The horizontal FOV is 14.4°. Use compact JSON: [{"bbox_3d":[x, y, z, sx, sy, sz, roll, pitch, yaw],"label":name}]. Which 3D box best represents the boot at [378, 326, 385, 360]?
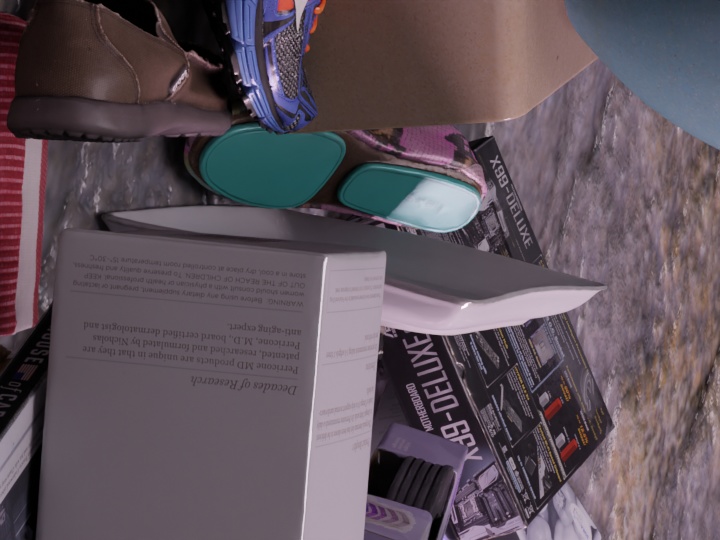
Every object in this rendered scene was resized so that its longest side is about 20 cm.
[{"bbox_3d":[-0.059,0.097,1.375,0.199,0.073,0.152,-10,88,-45],"label":"boot"}]

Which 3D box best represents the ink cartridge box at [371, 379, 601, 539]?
[{"bbox_3d":[0.066,0.162,1.706,0.199,0.043,0.201,56,36,-28],"label":"ink cartridge box"}]

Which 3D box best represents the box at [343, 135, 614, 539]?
[{"bbox_3d":[0.069,0.037,1.683,0.158,0.050,0.201,-39,108,-59],"label":"box"}]

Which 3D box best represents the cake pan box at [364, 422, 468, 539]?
[{"bbox_3d":[-0.001,0.190,1.480,0.184,0.052,0.201,-55,161,-76],"label":"cake pan box"}]

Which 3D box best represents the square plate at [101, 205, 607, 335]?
[{"bbox_3d":[0.000,0.000,1.422,0.198,0.199,0.029,-4,106,-66],"label":"square plate"}]

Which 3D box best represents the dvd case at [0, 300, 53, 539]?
[{"bbox_3d":[-0.136,0.132,1.209,0.151,0.025,0.201,-61,153,-58],"label":"dvd case"}]

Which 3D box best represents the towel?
[{"bbox_3d":[-0.187,-0.043,1.204,0.200,0.023,0.145,2,92,-68],"label":"towel"}]

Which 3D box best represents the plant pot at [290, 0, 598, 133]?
[{"bbox_3d":[0.027,-0.172,1.410,0.200,0.199,0.178,-38,123,-59],"label":"plant pot"}]

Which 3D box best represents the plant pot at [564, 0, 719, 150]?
[{"bbox_3d":[0.174,-0.150,1.364,0.200,0.134,0.202,10,90,-67],"label":"plant pot"}]

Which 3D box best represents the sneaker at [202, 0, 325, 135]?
[{"bbox_3d":[-0.033,-0.144,1.300,0.076,0.078,0.201,-110,-170,-45],"label":"sneaker"}]

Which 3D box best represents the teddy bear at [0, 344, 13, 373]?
[{"bbox_3d":[-0.168,0.108,1.221,0.146,0.066,0.200,-66,153,-27],"label":"teddy bear"}]

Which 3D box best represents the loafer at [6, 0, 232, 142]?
[{"bbox_3d":[-0.102,-0.096,1.288,0.200,0.072,0.072,-29,122,-79],"label":"loafer"}]

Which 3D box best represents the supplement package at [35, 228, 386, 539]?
[{"bbox_3d":[-0.063,0.087,1.191,0.117,0.116,0.202,-2,97,-78],"label":"supplement package"}]

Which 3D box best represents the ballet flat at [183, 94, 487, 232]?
[{"bbox_3d":[-0.019,-0.067,1.499,0.199,0.069,0.071,10,44,-39],"label":"ballet flat"}]
